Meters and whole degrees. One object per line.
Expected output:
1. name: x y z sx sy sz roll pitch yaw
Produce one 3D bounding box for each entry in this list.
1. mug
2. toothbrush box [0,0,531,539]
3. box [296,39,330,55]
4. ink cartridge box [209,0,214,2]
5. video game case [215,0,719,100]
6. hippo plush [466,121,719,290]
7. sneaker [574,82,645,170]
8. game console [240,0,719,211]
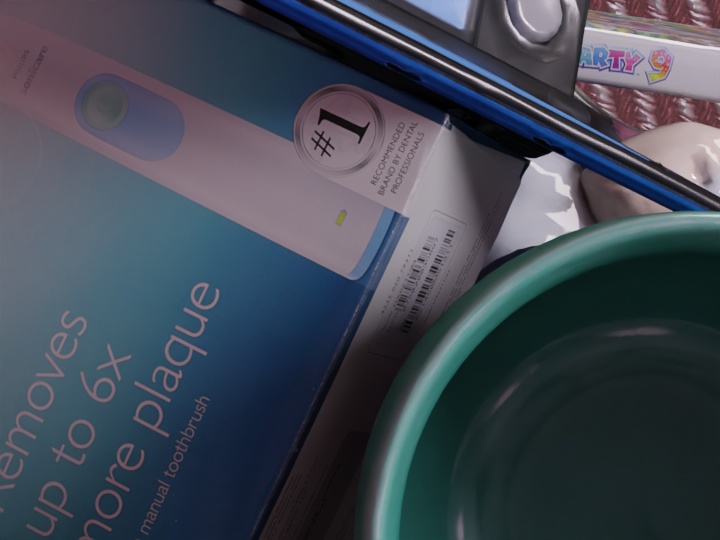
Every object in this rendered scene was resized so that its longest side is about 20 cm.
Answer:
1. mug: 0.083 0.076 0.658 0.185 0.152 0.114 54 -2 -1
2. toothbrush box: -0.080 -0.010 0.726 0.200 0.147 0.085 27 2 19
3. box: 0.000 0.000 1.022 0.159 0.046 0.200 37 -24 26
4. ink cartridge box: -0.140 -0.102 0.865 0.200 0.043 0.197 29 -36 16
5. video game case: 0.055 -0.077 0.897 0.199 0.018 0.143 7 9 -12
6. hippo plush: 0.058 0.061 0.803 0.200 0.159 0.161 66 20 -7
7. sneaker: 0.037 -0.065 1.017 0.200 0.082 0.070 39 -21 21
8. game console: 0.011 -0.106 0.719 0.200 0.171 0.118 25 -25 -31
